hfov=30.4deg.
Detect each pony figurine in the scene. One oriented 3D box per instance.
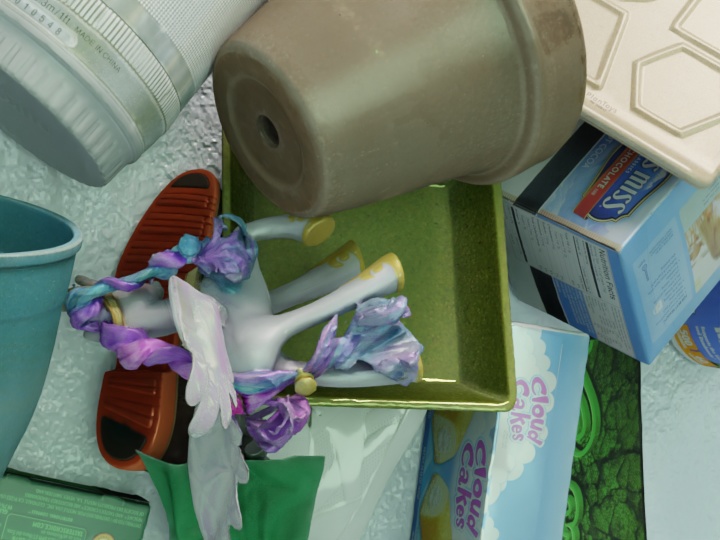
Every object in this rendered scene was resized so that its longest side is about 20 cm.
[{"bbox_3d":[-0.067,0.046,0.768,0.197,0.194,0.168,-13,133,-17],"label":"pony figurine"}]

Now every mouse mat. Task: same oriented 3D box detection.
[{"bbox_3d":[0.161,0.155,1.049,0.159,0.008,0.203,-5,93,-27],"label":"mouse mat"}]

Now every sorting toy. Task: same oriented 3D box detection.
[{"bbox_3d":[0.205,-0.163,0.920,0.184,0.037,0.200,34,65,17],"label":"sorting toy"}]

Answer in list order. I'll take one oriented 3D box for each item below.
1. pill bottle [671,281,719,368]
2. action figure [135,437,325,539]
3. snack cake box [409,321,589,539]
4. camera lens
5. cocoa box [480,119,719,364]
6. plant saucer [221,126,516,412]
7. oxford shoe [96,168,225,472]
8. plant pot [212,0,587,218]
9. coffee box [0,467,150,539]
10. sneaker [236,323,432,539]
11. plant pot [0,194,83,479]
[{"bbox_3d":[0.336,0.027,1.026,0.111,0.199,0.114,-1,92,-26],"label":"pill bottle"},{"bbox_3d":[-0.081,0.192,0.869,0.116,0.055,0.202,4,120,5],"label":"action figure"},{"bbox_3d":[0.095,0.137,0.950,0.066,0.115,0.203,9,88,-21],"label":"snack cake box"},{"bbox_3d":[-0.149,-0.173,0.796,0.160,0.159,0.201,42,73,-21],"label":"camera lens"},{"bbox_3d":[0.209,-0.061,0.975,0.200,0.131,0.134,-46,138,-18],"label":"cocoa box"},{"bbox_3d":[0.000,0.000,0.897,0.197,0.048,0.203,3,70,-15],"label":"plant saucer"},{"bbox_3d":[-0.120,0.035,0.880,0.072,0.070,0.203,25,75,-54],"label":"oxford shoe"},{"bbox_3d":[0.011,-0.119,0.804,0.174,0.199,0.202,-32,105,-28],"label":"plant pot"},{"bbox_3d":[-0.218,0.231,0.837,0.122,0.044,0.203,16,84,-26],"label":"coffee box"},{"bbox_3d":[-0.023,0.091,0.916,0.115,0.073,0.202,29,80,-28],"label":"sneaker"},{"bbox_3d":[-0.265,0.058,0.734,0.198,0.200,0.191,5,102,-27],"label":"plant pot"}]
